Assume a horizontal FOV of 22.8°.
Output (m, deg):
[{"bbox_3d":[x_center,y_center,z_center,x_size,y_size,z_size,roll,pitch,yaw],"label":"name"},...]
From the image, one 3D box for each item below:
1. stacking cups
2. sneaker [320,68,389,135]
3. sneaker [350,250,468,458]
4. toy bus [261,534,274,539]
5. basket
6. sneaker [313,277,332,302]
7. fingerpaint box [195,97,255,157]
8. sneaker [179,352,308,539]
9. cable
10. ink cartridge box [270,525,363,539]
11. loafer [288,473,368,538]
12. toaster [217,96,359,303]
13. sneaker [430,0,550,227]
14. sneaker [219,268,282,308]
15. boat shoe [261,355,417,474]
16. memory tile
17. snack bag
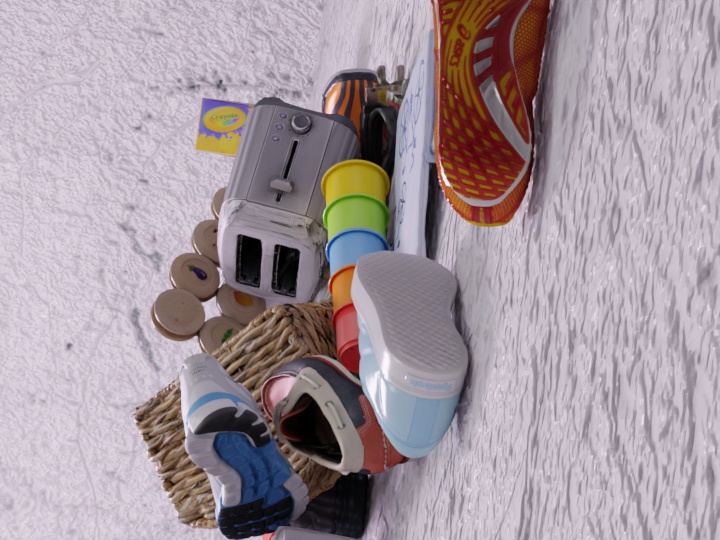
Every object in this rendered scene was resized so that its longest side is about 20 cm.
[{"bbox_3d":[0.000,0.000,1.476,0.061,0.060,0.200,105,166,-48],"label":"stacking cups"},{"bbox_3d":[-0.001,-0.102,1.764,0.200,0.077,0.112,88,-178,-55],"label":"sneaker"},{"bbox_3d":[0.024,0.053,1.175,0.200,0.074,0.082,-91,14,-66],"label":"sneaker"},{"bbox_3d":[-0.076,0.188,1.813,0.200,0.135,0.192,111,154,-55],"label":"toy bus"},{"bbox_3d":[-0.061,0.126,1.504,0.200,0.149,0.143,-36,74,29],"label":"basket"},{"bbox_3d":[-0.017,0.075,1.587,0.099,0.078,0.200,116,162,-61],"label":"sneaker"},{"bbox_3d":[-0.114,-0.177,2.346,0.167,0.200,0.073,-141,59,-83],"label":"fingerpaint box"},{"bbox_3d":[-0.093,0.131,1.363,0.200,0.075,0.087,77,170,-52],"label":"sneaker"},{"bbox_3d":[0.029,-0.087,1.649,0.097,0.050,0.200,-135,40,-66],"label":"cable"},{"bbox_3d":[-0.044,0.315,1.406,0.146,0.086,0.200,116,164,-72],"label":"ink cartridge box"},{"bbox_3d":[-0.041,0.220,1.603,0.200,0.072,0.073,108,169,-64],"label":"loafer"},{"bbox_3d":[-0.070,-0.057,1.654,0.200,0.113,0.129,103,-176,-62],"label":"toaster"},{"bbox_3d":[0.069,-0.122,1.005,0.077,0.073,0.200,82,-162,-73],"label":"sneaker"},{"bbox_3d":[-0.065,0.003,1.822,0.200,0.075,0.114,38,-130,-47],"label":"sneaker"},{"bbox_3d":[-0.029,0.109,1.315,0.200,0.062,0.071,16,117,60],"label":"boat shoe"},{"bbox_3d":[-0.103,0.014,1.705,0.017,0.153,0.200,-53,9,49],"label":"memory tile"},{"bbox_3d":[0.045,-0.071,1.437,0.189,0.021,0.200,114,161,-73],"label":"snack bag"}]
